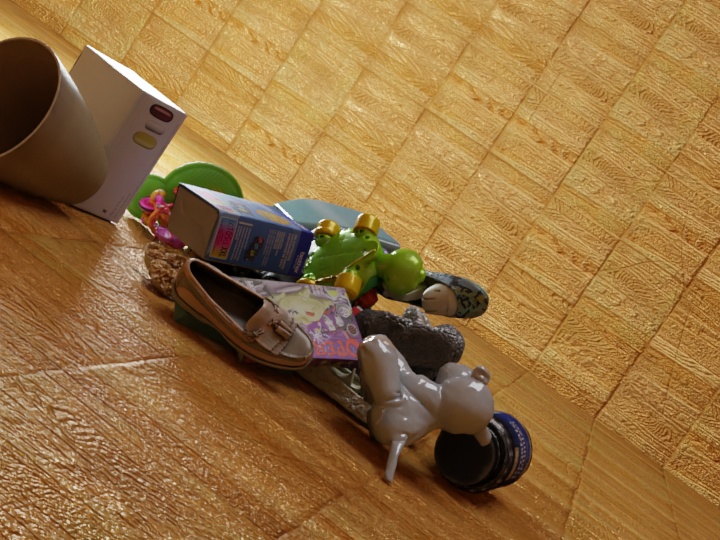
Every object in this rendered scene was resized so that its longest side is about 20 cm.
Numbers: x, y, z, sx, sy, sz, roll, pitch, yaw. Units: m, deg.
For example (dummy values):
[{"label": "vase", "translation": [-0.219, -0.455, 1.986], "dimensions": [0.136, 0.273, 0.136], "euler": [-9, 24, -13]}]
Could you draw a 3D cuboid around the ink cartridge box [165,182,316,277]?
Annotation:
[{"label": "ink cartridge box", "translation": [-0.161, -0.054, 1.693], "dimensions": [0.199, 0.077, 0.136], "euler": [14, 12, -39]}]

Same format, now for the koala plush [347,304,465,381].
[{"label": "koala plush", "translation": [0.057, 0.130, 1.745], "dimensions": [0.183, 0.179, 0.200], "euler": [25, 8, 9]}]

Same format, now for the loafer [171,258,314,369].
[{"label": "loafer", "translation": [-0.143, 0.054, 1.449], "dimensions": [0.199, 0.072, 0.063], "euler": [30, -35, 1]}]

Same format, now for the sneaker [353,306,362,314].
[{"label": "sneaker", "translation": [-0.041, 0.090, 1.969], "dimensions": [0.199, 0.072, 0.112], "euler": [20, 10, -39]}]

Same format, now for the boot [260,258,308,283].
[{"label": "boot", "translation": [-0.094, 0.071, 1.771], "dimensions": [0.201, 0.073, 0.151], "euler": [66, 22, -14]}]

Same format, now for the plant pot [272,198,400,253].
[{"label": "plant pot", "translation": [-0.084, -0.024, 2.125], "dimensions": [0.199, 0.197, 0.196], "euler": [21, 12, -30]}]

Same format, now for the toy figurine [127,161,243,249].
[{"label": "toy figurine", "translation": [-0.272, -0.074, 1.845], "dimensions": [0.198, 0.151, 0.184], "euler": [9, 23, -17]}]

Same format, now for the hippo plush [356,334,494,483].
[{"label": "hippo plush", "translation": [0.086, 0.151, 1.490], "dimensions": [0.159, 0.161, 0.200], "euler": [-10, 8, -4]}]

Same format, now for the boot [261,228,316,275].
[{"label": "boot", "translation": [-0.091, 0.011, 1.881], "dimensions": [0.211, 0.157, 0.080], "euler": [31, -38, 60]}]

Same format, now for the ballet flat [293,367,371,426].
[{"label": "ballet flat", "translation": [-0.012, 0.157, 1.614], "dimensions": [0.199, 0.072, 0.072], "euler": [34, 6, 1]}]

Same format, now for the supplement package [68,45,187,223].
[{"label": "supplement package", "translation": [-0.389, -0.204, 1.758], "dimensions": [0.155, 0.201, 0.111], "euler": [38, 7, 32]}]

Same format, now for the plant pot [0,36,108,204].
[{"label": "plant pot", "translation": [-0.428, -0.176, 1.566], "dimensions": [0.187, 0.188, 0.200], "euler": [38, -7, 33]}]

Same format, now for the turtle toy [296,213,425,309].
[{"label": "turtle toy", "translation": [0.000, 0.000, 1.719], "dimensions": [0.199, 0.147, 0.101], "euler": [-6, -39, 35]}]

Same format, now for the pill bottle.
[{"label": "pill bottle", "translation": [0.169, 0.252, 1.633], "dimensions": [0.112, 0.112, 0.200], "euler": [36, 6, 19]}]

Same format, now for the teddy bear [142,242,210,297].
[{"label": "teddy bear", "translation": [-0.212, 0.020, 1.606], "dimensions": [0.199, 0.067, 0.145], "euler": [32, 9, -15]}]

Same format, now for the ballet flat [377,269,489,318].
[{"label": "ballet flat", "translation": [0.097, 0.036, 1.737], "dimensions": [0.199, 0.075, 0.074], "euler": [15, -9, 43]}]

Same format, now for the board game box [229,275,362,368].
[{"label": "board game box", "translation": [-0.087, 0.071, 1.555], "dimensions": [0.199, 0.032, 0.121], "euler": [6, 57, -39]}]

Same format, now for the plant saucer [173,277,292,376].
[{"label": "plant saucer", "translation": [-0.160, 0.072, 1.535], "dimensions": [0.199, 0.019, 0.070], "euler": [31, 42, -37]}]

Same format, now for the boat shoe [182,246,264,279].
[{"label": "boat shoe", "translation": [-0.191, 0.011, 1.767], "dimensions": [0.060, 0.072, 0.201], "euler": [33, 1, 36]}]
